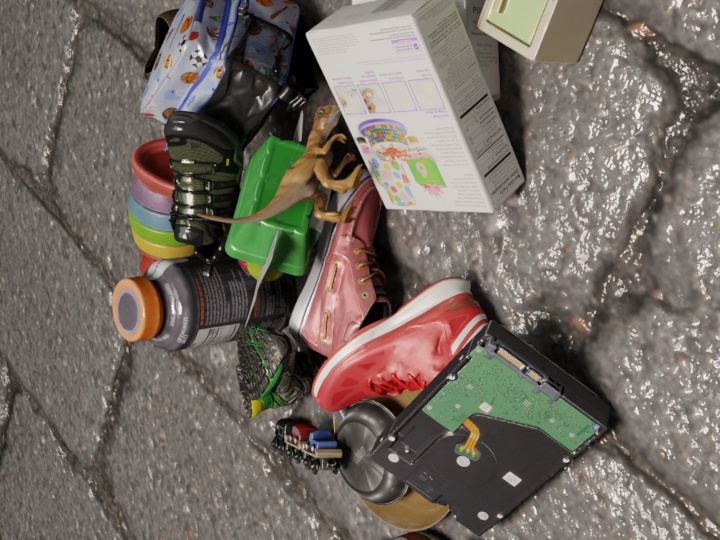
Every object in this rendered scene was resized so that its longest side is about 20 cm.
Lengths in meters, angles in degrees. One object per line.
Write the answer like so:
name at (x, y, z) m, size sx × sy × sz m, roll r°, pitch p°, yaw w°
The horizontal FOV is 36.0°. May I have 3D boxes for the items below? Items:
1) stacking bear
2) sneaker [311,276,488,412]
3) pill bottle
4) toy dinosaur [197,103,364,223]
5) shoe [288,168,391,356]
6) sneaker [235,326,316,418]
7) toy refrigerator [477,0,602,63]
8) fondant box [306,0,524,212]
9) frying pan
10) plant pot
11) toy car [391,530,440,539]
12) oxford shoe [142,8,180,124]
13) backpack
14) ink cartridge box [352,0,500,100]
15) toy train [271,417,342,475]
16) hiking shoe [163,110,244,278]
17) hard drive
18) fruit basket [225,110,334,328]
stacking bear at (-0.236, -0.055, 1.400) m, size 0.113 × 0.122 × 0.201 m, roll 14°, pitch 126°, yaw 5°
sneaker at (0.046, 0.105, 1.084) m, size 0.200 × 0.078 × 0.116 m, roll -41°, pitch 59°, yaw 20°
pill bottle at (-0.183, 0.035, 1.282) m, size 0.106 × 0.200 × 0.107 m, roll 8°, pitch 101°, yaw 47°
toy dinosaur at (-0.058, -0.081, 1.086) m, size 0.106 × 0.200 × 0.061 m, roll 22°, pitch 142°, yaw 18°
shoe at (0.000, 0.000, 1.163) m, size 0.091 × 0.071 × 0.201 m, roll 26°, pitch 100°, yaw 31°
sneaker at (-0.092, 0.105, 1.235) m, size 0.200 × 0.085 × 0.078 m, roll 113°, pitch 141°, yaw -70°
toy refrigerator at (0.174, -0.283, 0.936) m, size 0.076 × 0.070 × 0.201 m, roll 42°, pitch 125°, yaw 36°
fondant box at (0.051, -0.152, 1.033) m, size 0.144 × 0.058 × 0.200 m, roll 6°, pitch 129°, yaw 48°
frying pan at (-0.002, 0.160, 1.188) m, size 0.115 × 0.031 × 0.191 m, roll -26°, pitch 79°, yaw 46°
plant pot at (0.045, 0.173, 1.175) m, size 0.200 × 0.027 × 0.201 m, roll 7°, pitch 100°, yaw 47°
toy car at (0.015, 0.358, 1.103) m, size 0.164 × 0.200 × 0.158 m, roll -15°, pitch 84°, yaw 48°
oxford shoe at (-0.239, -0.228, 1.398) m, size 0.073 × 0.084 × 0.201 m, roll 14°, pitch 107°, yaw 45°
backpack at (-0.146, -0.225, 1.219) m, size 0.200 × 0.154 × 0.191 m, roll -37°, pitch 27°, yaw 42°
ink cartridge box at (0.059, -0.260, 1.086) m, size 0.162 × 0.057 × 0.201 m, roll 2°, pitch 93°, yaw 48°
toy train at (-0.062, 0.194, 1.248) m, size 0.200 × 0.034 × 0.046 m, roll 180°, pitch 93°, yaw -70°
hiking shoe at (-0.163, -0.078, 1.166) m, size 0.075 × 0.200 × 0.101 m, roll 4°, pitch 55°, yaw 14°
hard drive at (0.116, 0.150, 1.029) m, size 0.140 × 0.038 × 0.200 m, roll 35°, pitch 128°, yaw -4°
fruit basket at (-0.088, -0.043, 1.193) m, size 0.200 × 0.093 × 0.186 m, roll 105°, pitch 177°, yaw -60°
